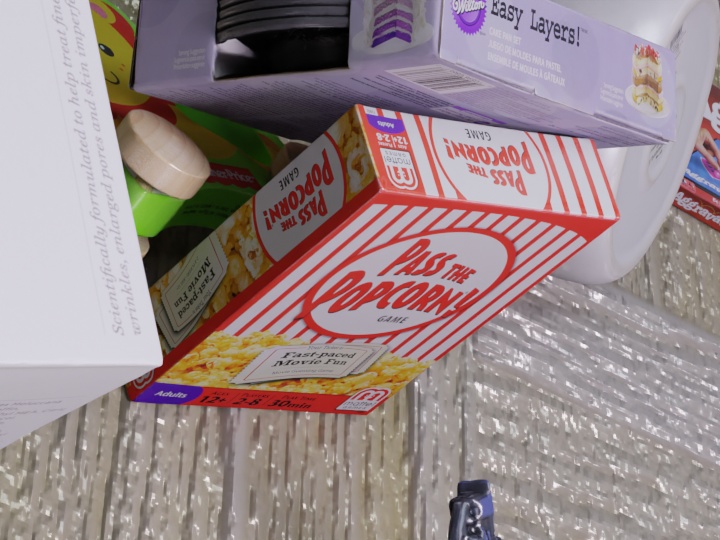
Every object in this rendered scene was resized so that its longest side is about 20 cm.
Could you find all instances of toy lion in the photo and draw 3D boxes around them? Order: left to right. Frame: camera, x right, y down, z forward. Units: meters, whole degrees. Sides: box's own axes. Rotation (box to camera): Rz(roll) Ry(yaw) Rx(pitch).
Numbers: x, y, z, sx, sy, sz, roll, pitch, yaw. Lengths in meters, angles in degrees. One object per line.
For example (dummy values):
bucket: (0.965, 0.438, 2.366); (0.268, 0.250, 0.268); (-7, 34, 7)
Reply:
toy lion: (-0.118, -0.083, 1.311); (0.199, 0.069, 0.192); (9, 38, -55)

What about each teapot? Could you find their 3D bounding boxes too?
teapot: (0.099, -0.093, 1.471); (0.145, 0.199, 0.200); (19, -1, 17)

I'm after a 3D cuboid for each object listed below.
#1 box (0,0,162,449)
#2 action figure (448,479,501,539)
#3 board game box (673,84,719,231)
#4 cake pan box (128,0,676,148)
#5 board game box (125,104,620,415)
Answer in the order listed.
box: (-0.204, -0.036, 1.037); (0.199, 0.130, 0.201); (3, 69, -45)
action figure: (0.015, 0.197, 1.209); (0.193, 0.104, 0.202); (-2, 87, -49)
board game box: (0.258, -0.050, 1.683); (0.199, 0.019, 0.104); (27, 44, -26)
cake pan box: (0.019, -0.093, 1.251); (0.199, 0.183, 0.053); (13, 76, -49)
board game box: (0.000, 0.000, 1.262); (0.151, 0.200, 0.047); (5, 57, -40)
